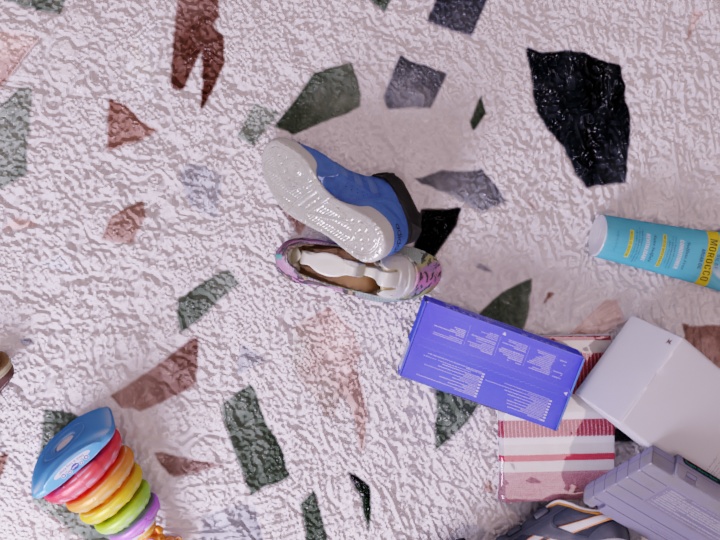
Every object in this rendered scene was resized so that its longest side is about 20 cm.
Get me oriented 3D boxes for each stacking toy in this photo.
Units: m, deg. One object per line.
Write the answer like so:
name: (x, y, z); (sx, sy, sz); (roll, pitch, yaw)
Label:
stacking toy: (-0.272, 0.266, 1.299); (0.116, 0.110, 0.200); (-39, 108, -5)

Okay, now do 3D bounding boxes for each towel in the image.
towel: (0.236, 0.178, 1.381); (0.143, 0.023, 0.202); (-1, 92, -4)

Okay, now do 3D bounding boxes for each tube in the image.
tube: (0.374, -0.023, 1.374); (0.198, 0.050, 0.078); (10, 105, -12)

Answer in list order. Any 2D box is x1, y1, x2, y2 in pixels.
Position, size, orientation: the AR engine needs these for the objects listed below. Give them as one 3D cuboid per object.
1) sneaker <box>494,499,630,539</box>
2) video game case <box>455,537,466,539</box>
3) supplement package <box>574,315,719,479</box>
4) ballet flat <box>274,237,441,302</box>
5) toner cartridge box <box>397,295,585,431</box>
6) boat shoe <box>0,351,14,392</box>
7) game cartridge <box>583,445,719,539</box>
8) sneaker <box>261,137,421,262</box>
sneaker: (0.221, 0.327, 1.365); (0.198, 0.079, 0.080); (-11, 52, 7)
video game case: (0.092, 0.440, 1.305); (0.180, 0.025, 0.201); (-36, 68, 19)
supplement package: (0.375, 0.165, 1.330); (0.200, 0.120, 0.122); (38, 89, -18)
ballet flat: (0.000, 0.000, 1.316); (0.198, 0.071, 0.070); (8, 94, -7)
toner cartridge box: (0.151, 0.108, 1.337); (0.198, 0.043, 0.096); (20, 99, -4)
boat shoe: (-0.462, 0.175, 1.286); (0.200, 0.072, 0.072); (-44, 128, -12)
game cartridge: (0.372, 0.275, 1.301); (0.199, 0.039, 0.130); (31, 134, -12)
sneaker: (-0.017, -0.089, 1.314); (0.199, 0.111, 0.077); (37, 122, 24)
